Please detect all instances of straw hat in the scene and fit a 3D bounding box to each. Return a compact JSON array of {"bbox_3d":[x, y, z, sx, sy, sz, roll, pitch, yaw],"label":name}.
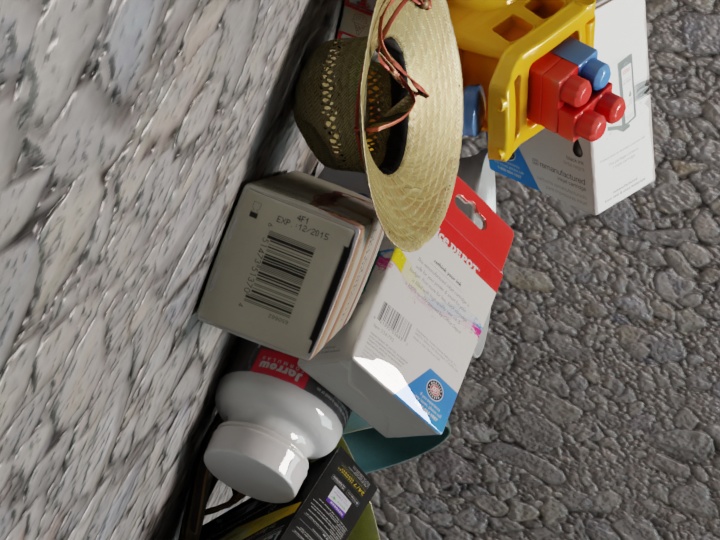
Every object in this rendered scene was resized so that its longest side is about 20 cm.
[{"bbox_3d":[0.001,-0.115,1.189,0.201,0.085,0.202,3,90,-68],"label":"straw hat"}]

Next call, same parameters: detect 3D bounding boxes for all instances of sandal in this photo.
[{"bbox_3d":[-0.108,0.163,1.498,0.082,0.054,0.200,108,6,-47],"label":"sandal"}]

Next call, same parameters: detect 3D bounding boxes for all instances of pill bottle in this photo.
[{"bbox_3d":[-0.053,0.086,1.414,0.111,0.110,0.200,105,8,-61],"label":"pill bottle"}]

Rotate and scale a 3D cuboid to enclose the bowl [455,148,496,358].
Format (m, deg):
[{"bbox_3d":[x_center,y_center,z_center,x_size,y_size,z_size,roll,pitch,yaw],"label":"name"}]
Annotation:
[{"bbox_3d":[0.076,-0.019,1.638,0.201,0.090,0.202,4,90,-80],"label":"bowl"}]

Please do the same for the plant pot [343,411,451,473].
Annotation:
[{"bbox_3d":[-0.021,0.123,1.728,0.200,0.199,0.135,102,-24,-69],"label":"plant pot"}]

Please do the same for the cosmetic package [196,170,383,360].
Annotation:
[{"bbox_3d":[-0.042,-0.008,1.222,0.200,0.087,0.104,-46,157,-80],"label":"cosmetic package"}]

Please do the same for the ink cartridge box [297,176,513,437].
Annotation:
[{"bbox_3d":[0.041,0.021,1.391,0.067,0.116,0.200,-10,-133,46],"label":"ink cartridge box"}]

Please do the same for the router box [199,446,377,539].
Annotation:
[{"bbox_3d":[-0.094,0.245,1.418,0.200,0.052,0.157,-33,-168,37],"label":"router box"}]

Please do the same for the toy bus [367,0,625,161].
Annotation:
[{"bbox_3d":[0.107,-0.153,1.375,0.200,0.192,0.136,-37,146,-28],"label":"toy bus"}]

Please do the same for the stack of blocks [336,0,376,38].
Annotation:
[{"bbox_3d":[0.049,-0.260,1.299,0.115,0.058,0.200,105,8,-57],"label":"stack of blocks"}]

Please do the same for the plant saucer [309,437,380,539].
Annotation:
[{"bbox_3d":[-0.041,0.197,1.536,0.031,0.200,0.200,-21,156,-19],"label":"plant saucer"}]

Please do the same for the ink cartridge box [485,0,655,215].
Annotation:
[{"bbox_3d":[0.180,-0.172,1.528,0.084,0.146,0.200,-30,127,-28],"label":"ink cartridge box"}]

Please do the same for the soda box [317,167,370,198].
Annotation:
[{"bbox_3d":[0.000,0.000,1.523,0.064,0.068,0.200,-56,151,-35],"label":"soda box"}]
